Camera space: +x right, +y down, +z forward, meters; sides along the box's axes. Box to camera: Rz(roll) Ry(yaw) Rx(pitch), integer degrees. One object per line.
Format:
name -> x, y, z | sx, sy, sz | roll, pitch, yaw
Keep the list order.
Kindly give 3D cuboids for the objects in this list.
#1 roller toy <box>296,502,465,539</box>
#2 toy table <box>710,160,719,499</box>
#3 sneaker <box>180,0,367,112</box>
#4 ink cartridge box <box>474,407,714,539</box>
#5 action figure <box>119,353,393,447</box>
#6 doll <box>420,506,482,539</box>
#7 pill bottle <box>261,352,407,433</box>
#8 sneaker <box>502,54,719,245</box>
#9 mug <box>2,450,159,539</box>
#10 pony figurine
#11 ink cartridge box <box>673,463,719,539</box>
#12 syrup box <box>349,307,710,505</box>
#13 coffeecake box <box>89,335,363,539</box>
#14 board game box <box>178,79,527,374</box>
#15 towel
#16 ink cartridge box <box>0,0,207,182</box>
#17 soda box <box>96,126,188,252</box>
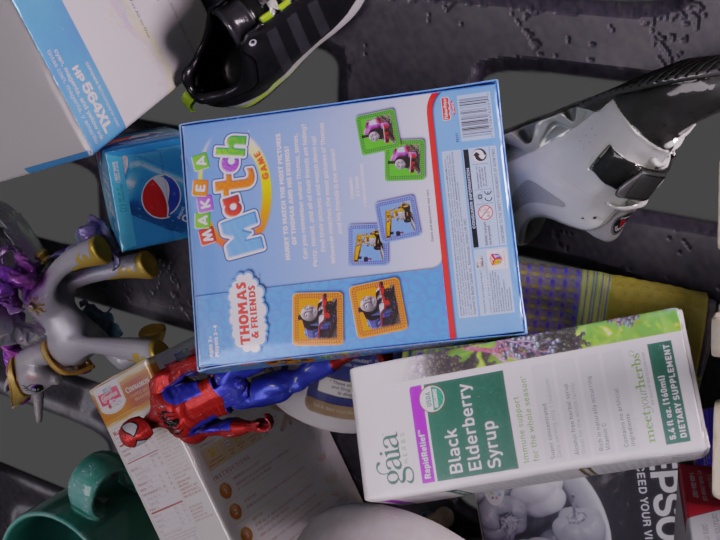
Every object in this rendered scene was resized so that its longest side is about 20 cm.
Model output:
roller toy -> 0.014, 0.249, 0.700 | 0.181, 0.140, 0.201 | 36, 142, 2
toy table -> 0.248, 0.029, 0.613 | 0.115, 0.184, 0.204 | 2, 81, 19
sneaker -> -0.059, -0.178, 0.799 | 0.072, 0.082, 0.200 | 48, 124, 11
ink cartridge box -> 0.179, 0.190, 0.739 | 0.197, 0.043, 0.202 | -8, 102, 15
action figure -> -0.077, 0.073, 0.754 | 0.198, 0.052, 0.066 | -25, 112, 20
doll -> 0.086, 0.239, 0.851 | 0.197, 0.048, 0.139 | -5, 101, 34
pill bottle -> 0.000, 0.000, 0.797 | 0.110, 0.111, 0.203 | 25, 117, 25
sneaker -> 0.160, -0.068, 0.696 | 0.199, 0.074, 0.090 | -19, 94, 46
mug -> -0.220, 0.255, 1.021 | 0.185, 0.114, 0.153 | -41, 80, 34
pony figurine -> -0.266, 0.028, 0.971 | 0.198, 0.167, 0.195 | -19, 107, 29
ink cartridge box -> 0.273, 0.205, 0.622 | 0.196, 0.145, 0.147 | 2, 105, 11
syrup box -> 0.098, 0.085, 0.681 | 0.197, 0.081, 0.080 | -11, 75, 13
coffeecake box -> -0.093, 0.146, 0.877 | 0.073, 0.153, 0.202 | -26, 89, 34
board game box -> -0.006, -0.025, 0.695 | 0.196, 0.037, 0.154 | -6, 81, 6
towel -> 0.124, 0.065, 0.747 | 0.197, 0.023, 0.146 | 11, 115, 7
ink cartridge box -> -0.206, -0.173, 0.841 | 0.127, 0.200, 0.127 | -9, 117, 35
soda box -> -0.156, -0.064, 0.840 | 0.200, 0.063, 0.069 | -151, 51, -72
